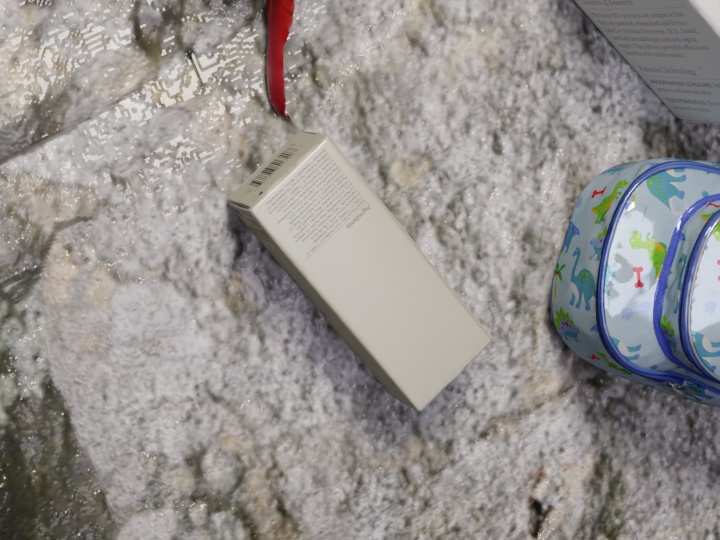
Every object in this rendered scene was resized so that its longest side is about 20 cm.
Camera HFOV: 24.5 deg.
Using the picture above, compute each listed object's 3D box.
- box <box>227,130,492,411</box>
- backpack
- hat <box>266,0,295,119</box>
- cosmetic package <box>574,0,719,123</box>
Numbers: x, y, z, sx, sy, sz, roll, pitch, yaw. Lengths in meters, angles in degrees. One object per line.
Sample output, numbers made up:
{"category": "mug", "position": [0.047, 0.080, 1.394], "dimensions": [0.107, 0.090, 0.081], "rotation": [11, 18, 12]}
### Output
{"category": "box", "position": [0.000, 0.000, 1.188], "dimensions": [0.082, 0.068, 0.200], "rotation": [-42, 109, -10]}
{"category": "backpack", "position": [0.258, 0.006, 1.245], "dimensions": [0.198, 0.147, 0.185], "rotation": [14, 90, -19]}
{"category": "hat", "position": [-0.088, -0.254, 1.149], "dimensions": [0.164, 0.176, 0.201], "rotation": [14, 55, -20]}
{"category": "cosmetic package", "position": [0.266, -0.232, 1.204], "dimensions": [0.200, 0.166, 0.168], "rotation": [44, 81, -21]}
